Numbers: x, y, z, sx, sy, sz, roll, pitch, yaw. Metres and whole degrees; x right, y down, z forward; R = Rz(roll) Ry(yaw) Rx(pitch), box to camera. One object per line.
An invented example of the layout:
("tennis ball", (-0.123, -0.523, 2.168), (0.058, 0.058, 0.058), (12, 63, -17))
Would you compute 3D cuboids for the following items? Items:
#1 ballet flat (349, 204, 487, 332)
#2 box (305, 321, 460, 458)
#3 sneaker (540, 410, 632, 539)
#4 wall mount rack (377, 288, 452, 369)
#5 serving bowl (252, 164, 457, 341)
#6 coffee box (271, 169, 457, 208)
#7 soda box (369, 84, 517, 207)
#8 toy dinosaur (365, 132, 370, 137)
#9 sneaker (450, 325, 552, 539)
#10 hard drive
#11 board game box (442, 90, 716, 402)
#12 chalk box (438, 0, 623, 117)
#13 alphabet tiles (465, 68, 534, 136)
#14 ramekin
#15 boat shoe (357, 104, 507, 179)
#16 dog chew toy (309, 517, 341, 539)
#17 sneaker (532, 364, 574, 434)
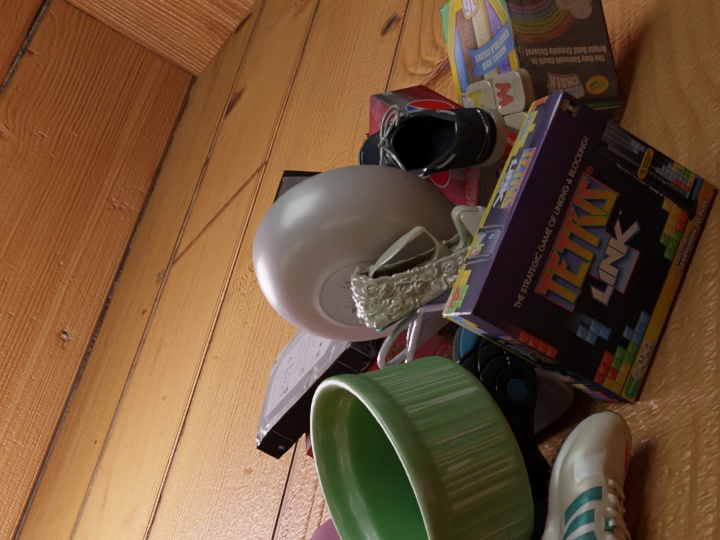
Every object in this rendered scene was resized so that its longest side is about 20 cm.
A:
("ballet flat", (0.079, -0.017, 1.081), (0.199, 0.072, 0.072), (-29, 22, 0))
("box", (0.029, 0.118, 1.318), (0.200, 0.095, 0.100), (-54, 20, 22))
("sneaker", (0.176, 0.200, 0.897), (0.093, 0.070, 0.200), (3, 61, 47))
("wall mount rack", (0.108, 0.029, 1.136), (0.200, 0.074, 0.174), (-38, -24, -33))
("serving bowl", (0.000, 0.000, 1.154), (0.200, 0.200, 0.066), (-49, 33, 32))
("coffee box", (0.015, -0.031, 1.249), (0.080, 0.199, 0.115), (-80, -7, -57))
("soda box", (0.088, -0.121, 1.230), (0.200, 0.070, 0.064), (39, 136, 49))
("toy dinosaur", (0.058, -0.074, 1.356), (0.200, 0.085, 0.136), (-115, 15, -53))
("sneaker", (0.110, 0.140, 1.016), (0.082, 0.073, 0.201), (131, 129, -60))
("hard drive", (-0.043, 0.095, 1.335), (0.200, 0.038, 0.140), (-47, 21, 37))
("board game box", (0.180, -0.017, 1.007), (0.201, 0.165, 0.057), (-67, 20, -12))
("chalk box", (0.178, -0.199, 1.275), (0.124, 0.124, 0.201), (-22, 77, 62))
("alphabet tiles", (0.152, -0.092, 1.217), (0.195, 0.015, 0.201), (-3, 101, 63))
("ramekin", (0.048, 0.164, 0.970), (0.200, 0.097, 0.201), (46, 146, 45))
("boat shoe", (0.051, -0.115, 1.155), (0.200, 0.062, 0.075), (5, 93, 56))
("dog chew toy", (0.037, 0.235, 1.110), (0.200, 0.124, 0.125), (-52, 20, 4))
("sneaker", (0.129, 0.109, 1.127), (0.200, 0.071, 0.099), (-42, 19, 45))
